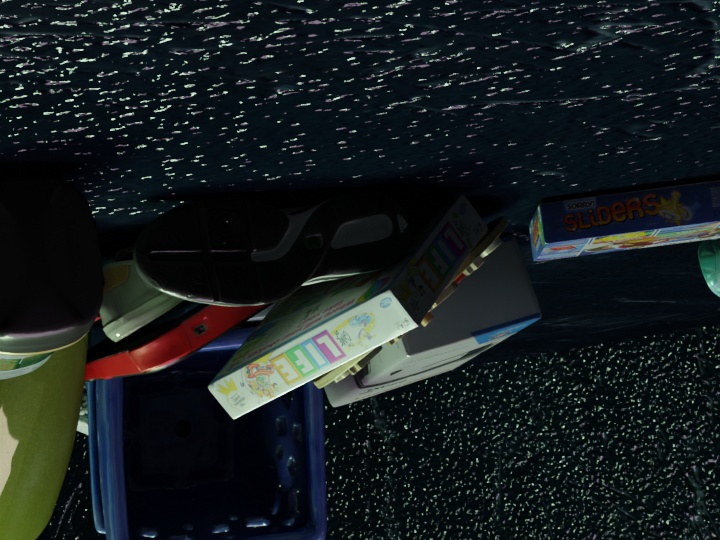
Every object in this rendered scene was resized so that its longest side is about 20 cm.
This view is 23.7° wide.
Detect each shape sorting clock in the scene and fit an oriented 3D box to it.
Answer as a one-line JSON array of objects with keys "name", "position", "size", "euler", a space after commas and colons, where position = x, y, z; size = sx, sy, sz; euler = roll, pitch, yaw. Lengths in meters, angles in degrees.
[{"name": "shape sorting clock", "position": [0.041, 0.027, 1.363], "size": [0.200, 0.039, 0.200], "euler": [-42, 178, -2]}]

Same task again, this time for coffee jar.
[{"name": "coffee jar", "position": [-0.214, 0.007, 1.049], "size": [0.085, 0.105, 0.200], "euler": [-8, 173, -21]}]

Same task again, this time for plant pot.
[{"name": "plant pot", "position": [-0.151, 0.154, 1.577], "size": [0.199, 0.202, 0.180], "euler": [-4, 180, -19]}, {"name": "plant pot", "position": [-0.280, 0.084, 1.277], "size": [0.186, 0.188, 0.200], "euler": [-2, 138, -39]}]

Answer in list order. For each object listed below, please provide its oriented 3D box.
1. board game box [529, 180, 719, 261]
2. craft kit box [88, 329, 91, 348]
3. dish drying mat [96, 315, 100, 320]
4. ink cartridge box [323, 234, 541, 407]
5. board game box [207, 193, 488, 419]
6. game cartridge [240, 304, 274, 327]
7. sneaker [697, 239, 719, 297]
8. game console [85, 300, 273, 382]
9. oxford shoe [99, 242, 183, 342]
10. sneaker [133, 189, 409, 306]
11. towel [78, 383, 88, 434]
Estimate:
[{"name": "board game box", "position": [0.242, -0.042, 1.413], "size": [0.198, 0.035, 0.135], "euler": [-7, 174, 1]}, {"name": "craft kit box", "position": [-0.352, 0.068, 1.582], "size": [0.198, 0.049, 0.197], "euler": [2, 168, -14]}, {"name": "dish drying mat", "position": [-0.305, 0.055, 1.709], "size": [0.076, 0.018, 0.200], "euler": [-6, 173, -19]}, {"name": "ink cartridge box", "position": [0.054, 0.049, 1.587], "size": [0.144, 0.085, 0.200], "euler": [-15, 169, -25]}, {"name": "board game box", "position": [-0.011, 0.027, 1.266], "size": [0.199, 0.034, 0.135], "euler": [-28, -165, 40]}, {"name": "game cartridge", "position": [-0.114, 0.041, 1.599], "size": [0.132, 0.041, 0.200], "euler": [-3, 174, 5]}, {"name": "sneaker", "position": [0.372, -0.019, 1.587], "size": [0.120, 0.084, 0.200], "euler": [-19, 171, 15]}, {"name": "game console", "position": [-0.127, 0.027, 1.345], "size": [0.199, 0.031, 0.176], "euler": [-32, -168, -33]}, {"name": "oxford shoe", "position": [-0.161, 0.005, 1.318], "size": [0.075, 0.058, 0.200], "euler": [-31, -177, 11]}, {"name": "sneaker", "position": [-0.075, -0.006, 1.205], "size": [0.199, 0.076, 0.115], "euler": [-7, 172, -27]}, {"name": "towel", "position": [-0.242, 0.137, 1.776], "size": [0.165, 0.086, 0.200], "euler": [26, 168, -30]}]
